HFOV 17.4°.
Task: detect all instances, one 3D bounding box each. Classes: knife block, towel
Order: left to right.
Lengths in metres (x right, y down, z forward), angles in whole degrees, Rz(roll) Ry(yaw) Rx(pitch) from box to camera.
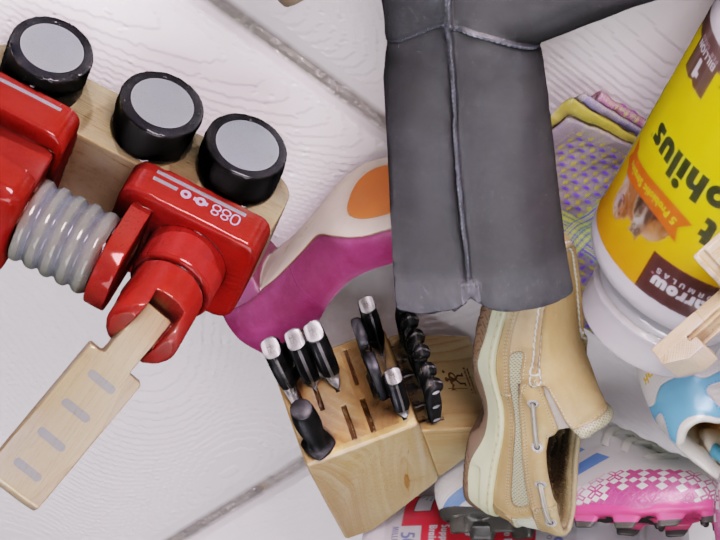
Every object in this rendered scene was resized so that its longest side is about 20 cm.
[{"bbox_3d":[-0.016,0.087,1.357,0.175,0.064,0.200,2,148,-40],"label":"knife block"},{"bbox_3d":[0.145,-0.015,1.307,0.200,0.023,0.143,32,132,-26],"label":"towel"}]

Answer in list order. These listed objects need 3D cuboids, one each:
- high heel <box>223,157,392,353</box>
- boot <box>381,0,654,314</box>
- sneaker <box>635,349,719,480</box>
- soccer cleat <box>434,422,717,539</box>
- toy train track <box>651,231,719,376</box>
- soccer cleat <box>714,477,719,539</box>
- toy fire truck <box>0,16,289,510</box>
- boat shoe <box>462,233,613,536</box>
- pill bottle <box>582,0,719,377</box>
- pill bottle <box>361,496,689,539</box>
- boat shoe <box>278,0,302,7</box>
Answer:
[{"bbox_3d":[0.000,0.000,1.302,0.199,0.068,0.096,-17,124,31],"label":"high heel"},{"bbox_3d":[0.088,-0.074,1.160,0.164,0.066,0.201,5,112,19],"label":"boot"},{"bbox_3d":[0.219,0.085,1.347,0.076,0.081,0.200,-31,145,27],"label":"sneaker"},{"bbox_3d":[0.136,0.113,1.397,0.199,0.087,0.070,-3,167,21],"label":"soccer cleat"},{"bbox_3d":[0.226,-0.014,1.125,0.200,0.033,0.115,-43,148,8],"label":"toy train track"},{"bbox_3d":[0.229,0.153,1.309,0.070,0.086,0.201,-27,128,-3],"label":"soccer cleat"},{"bbox_3d":[-0.152,-0.001,1.209,0.175,0.200,0.129,27,136,-1],"label":"toy fire truck"},{"bbox_3d":[0.108,0.064,1.306,0.076,0.072,0.201,27,137,27],"label":"boat shoe"},{"bbox_3d":[0.187,-0.042,1.186,0.109,0.110,0.200,17,128,-12],"label":"pill bottle"},{"bbox_3d":[0.106,0.196,1.480,0.199,0.113,0.113,-4,138,12],"label":"pill bottle"},{"bbox_3d":[0.012,-0.198,1.081,0.200,0.072,0.068,-34,112,27],"label":"boat shoe"}]
